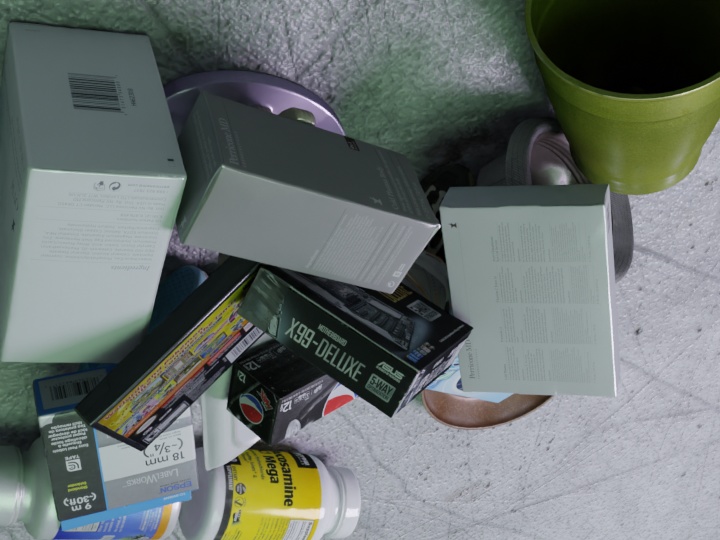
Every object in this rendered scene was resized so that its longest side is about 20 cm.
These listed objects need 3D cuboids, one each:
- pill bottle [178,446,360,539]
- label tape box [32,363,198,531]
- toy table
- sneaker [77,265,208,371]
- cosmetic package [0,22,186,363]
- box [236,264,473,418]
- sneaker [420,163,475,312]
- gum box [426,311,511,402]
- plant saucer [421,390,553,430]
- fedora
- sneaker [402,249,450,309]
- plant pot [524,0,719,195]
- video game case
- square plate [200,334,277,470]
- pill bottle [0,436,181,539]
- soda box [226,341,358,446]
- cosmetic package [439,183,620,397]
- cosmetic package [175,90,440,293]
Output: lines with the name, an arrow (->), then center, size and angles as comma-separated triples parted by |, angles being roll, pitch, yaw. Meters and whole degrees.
pill bottle -> -0.105, 0.270, 1.418 | 0.199, 0.113, 0.113 | 9, 128, -29
label tape box -> -0.237, 0.190, 1.197 | 0.143, 0.063, 0.201 | -11, 124, -16
toy table -> -0.092, -0.094, 1.080 | 0.199, 0.117, 0.184 | 0, 131, -21
sneaker -> -0.194, 0.095, 1.245 | 0.200, 0.080, 0.130 | -39, 132, 17
cosmetic package -> -0.235, -0.063, 0.992 | 0.122, 0.200, 0.201 | 1, 131, -22
box -> 0.002, 0.045, 1.055 | 0.050, 0.157, 0.200 | -60, 168, 15
sneaker -> 0.095, -0.034, 1.263 | 0.088, 0.077, 0.201 | -31, 144, -38
gum box -> 0.157, 0.074, 1.283 | 0.170, 0.045, 0.200 | -35, 152, 25
plant saucer -> 0.162, 0.110, 1.428 | 0.199, 0.037, 0.201 | -12, 135, -12
fedora -> 0.185, -0.060, 1.215 | 0.090, 0.178, 0.199 | -18, 160, 40
sneaker -> 0.000, 0.000, 1.185 | 0.199, 0.092, 0.076 | 25, 132, -8
plant pot -> 0.255, -0.174, 1.106 | 0.199, 0.201, 0.193 | -20, 146, -2
video game case -> -0.147, 0.070, 1.053 | 0.200, 0.025, 0.181 | -44, 167, -8
square plate -> -0.085, 0.100, 1.262 | 0.198, 0.028, 0.201 | -34, 143, -34
pill bottle -> -0.304, 0.236, 1.308 | 0.199, 0.112, 0.112 | 6, 129, -26
soda box -> -0.040, 0.101, 1.227 | 0.200, 0.071, 0.064 | -24, 139, -43
cosmetic package -> 0.161, 0.020, 1.121 | 0.150, 0.052, 0.201 | 0, 117, 17
cosmetic package -> -0.050, -0.060, 0.973 | 0.199, 0.107, 0.090 | 15, 124, -32
